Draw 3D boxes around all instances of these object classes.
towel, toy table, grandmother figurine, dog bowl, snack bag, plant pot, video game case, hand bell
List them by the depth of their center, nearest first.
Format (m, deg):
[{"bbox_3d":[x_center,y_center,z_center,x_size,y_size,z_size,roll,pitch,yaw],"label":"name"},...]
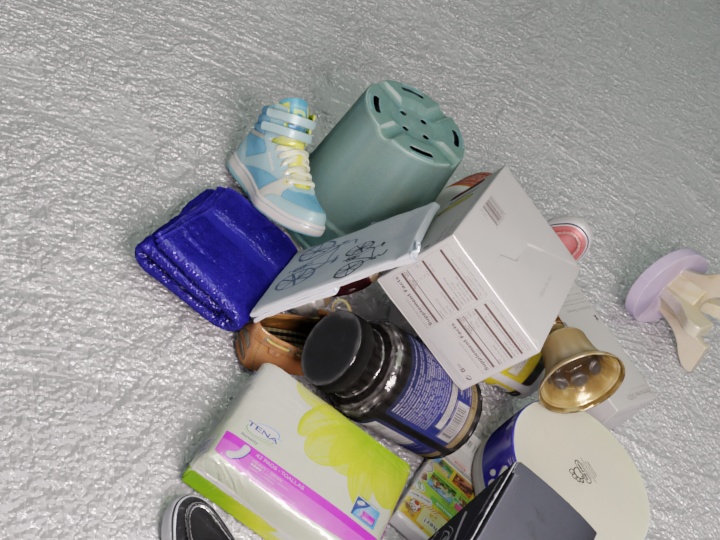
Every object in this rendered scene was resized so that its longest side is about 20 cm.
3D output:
[{"bbox_3d":[-0.009,-0.013,1.130,0.021,0.200,0.189,65,20,-14],"label":"snack bag"},{"bbox_3d":[0.144,0.287,1.153,0.200,0.023,0.182,42,38,2],"label":"video game case"},{"bbox_3d":[-0.154,-0.022,1.172,0.148,0.050,0.200,37,29,-1],"label":"towel"},{"bbox_3d":[0.231,0.251,1.177,0.200,0.079,0.200,23,40,-21],"label":"dog bowl"},{"bbox_3d":[0.230,0.063,1.236,0.104,0.104,0.200,14,37,-29],"label":"hand bell"},{"bbox_3d":[0.000,0.000,1.239,0.200,0.121,0.061,-27,87,-18],"label":"grandmother figurine"},{"bbox_3d":[0.022,-0.125,1.324,0.200,0.196,0.200,22,41,-21],"label":"plant pot"},{"bbox_3d":[0.510,0.052,1.584,0.200,0.184,0.117,-19,48,-39],"label":"toy table"}]

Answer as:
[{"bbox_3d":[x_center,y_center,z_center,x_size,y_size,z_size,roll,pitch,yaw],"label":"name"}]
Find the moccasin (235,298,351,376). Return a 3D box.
[{"bbox_3d":[-0.041,0.078,1.163,0.201,0.078,0.074,13,45,-30],"label":"moccasin"}]

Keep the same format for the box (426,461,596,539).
[{"bbox_3d":[0.105,0.300,0.960,0.104,0.200,0.148,42,38,4],"label":"box"}]

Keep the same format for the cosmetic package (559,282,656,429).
[{"bbox_3d":[0.295,0.120,1.395,0.113,0.081,0.200,-10,58,-47],"label":"cosmetic package"}]

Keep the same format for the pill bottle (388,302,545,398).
[{"bbox_3d":[0.144,0.071,1.293,0.200,0.114,0.114,27,39,-16],"label":"pill bottle"}]

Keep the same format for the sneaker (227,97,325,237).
[{"bbox_3d":[-0.085,-0.136,1.258,0.079,0.131,0.200,12,25,-44],"label":"sneaker"}]

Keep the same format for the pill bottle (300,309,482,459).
[{"bbox_3d":[0.034,0.122,1.111,0.200,0.112,0.112,34,33,-38],"label":"pill bottle"}]

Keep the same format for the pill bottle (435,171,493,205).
[{"bbox_3d":[0.168,-0.079,1.453,0.112,0.112,0.200,45,26,7],"label":"pill bottle"}]

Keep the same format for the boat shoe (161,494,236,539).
[{"bbox_3d":[-0.116,0.280,0.906,0.072,0.068,0.200,1,52,-39],"label":"boat shoe"}]

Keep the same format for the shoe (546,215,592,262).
[{"bbox_3d":[0.214,0.001,1.359,0.072,0.200,0.091,54,40,-9],"label":"shoe"}]

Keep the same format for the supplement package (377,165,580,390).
[{"bbox_3d":[0.137,0.003,1.140,0.156,0.111,0.200,52,34,-8],"label":"supplement package"}]

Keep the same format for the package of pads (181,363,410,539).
[{"bbox_3d":[-0.057,0.202,1.033,0.200,0.068,0.155,37,38,-4],"label":"package of pads"}]
